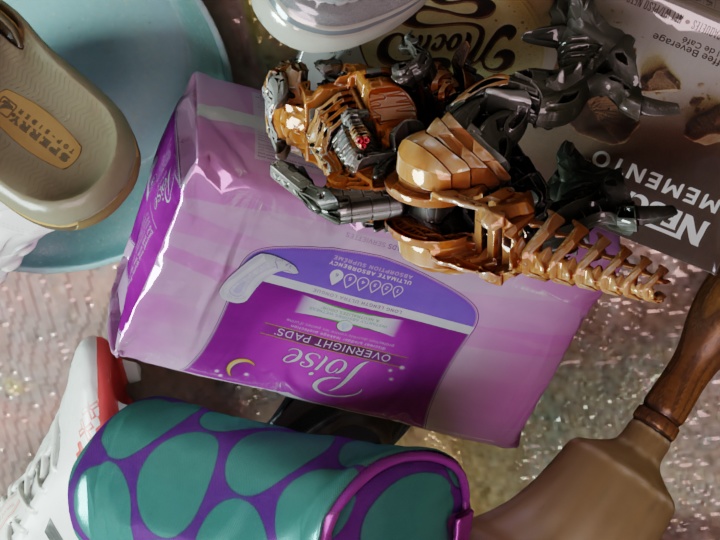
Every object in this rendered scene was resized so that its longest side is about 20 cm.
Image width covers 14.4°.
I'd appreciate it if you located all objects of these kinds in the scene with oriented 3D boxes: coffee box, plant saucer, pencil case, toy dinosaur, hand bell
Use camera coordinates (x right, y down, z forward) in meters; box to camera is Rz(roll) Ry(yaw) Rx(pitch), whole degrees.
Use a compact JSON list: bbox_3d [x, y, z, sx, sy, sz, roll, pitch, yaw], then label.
[{"bbox_3d":[0.083,-0.095,1.189,0.200,0.080,0.113,22,121,-4],"label":"coffee box"},{"bbox_3d":[-0.150,-0.090,1.253,0.199,0.036,0.200,5,126,7],"label":"plant saucer"},{"bbox_3d":[-0.040,0.106,1.237,0.092,0.200,0.085,14,86,-39],"label":"pencil case"},{"bbox_3d":[0.046,-0.033,1.101,0.200,0.136,0.102,52,145,27],"label":"toy dinosaur"},{"bbox_3d":[0.133,0.060,1.248,0.104,0.104,0.200,36,83,-13],"label":"hand bell"}]

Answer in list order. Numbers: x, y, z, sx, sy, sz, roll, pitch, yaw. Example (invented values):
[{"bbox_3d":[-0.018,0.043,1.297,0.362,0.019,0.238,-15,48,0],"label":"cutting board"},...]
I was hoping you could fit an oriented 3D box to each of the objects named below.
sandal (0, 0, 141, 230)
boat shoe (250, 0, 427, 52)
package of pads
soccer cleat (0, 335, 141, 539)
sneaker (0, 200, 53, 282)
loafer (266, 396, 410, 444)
[{"bbox_3d":[-0.177,-0.088,1.166,0.200,0.054,0.080,34,84,13],"label":"sandal"},{"bbox_3d":[0.035,-0.165,1.093,0.070,0.201,0.072,44,159,5],"label":"boat shoe"},{"bbox_3d":[0.000,0.000,1.232,0.200,0.076,0.121,14,127,-16],"label":"package of pads"},{"bbox_3d":[-0.145,0.117,1.366,0.085,0.069,0.200,3,127,-2],"label":"soccer cleat"},{"bbox_3d":[-0.176,-0.017,1.252,0.200,0.078,0.099,-12,129,28],"label":"sneaker"},{"bbox_3d":[-0.037,0.115,1.348,0.072,0.063,0.200,29,121,-9],"label":"loafer"}]
